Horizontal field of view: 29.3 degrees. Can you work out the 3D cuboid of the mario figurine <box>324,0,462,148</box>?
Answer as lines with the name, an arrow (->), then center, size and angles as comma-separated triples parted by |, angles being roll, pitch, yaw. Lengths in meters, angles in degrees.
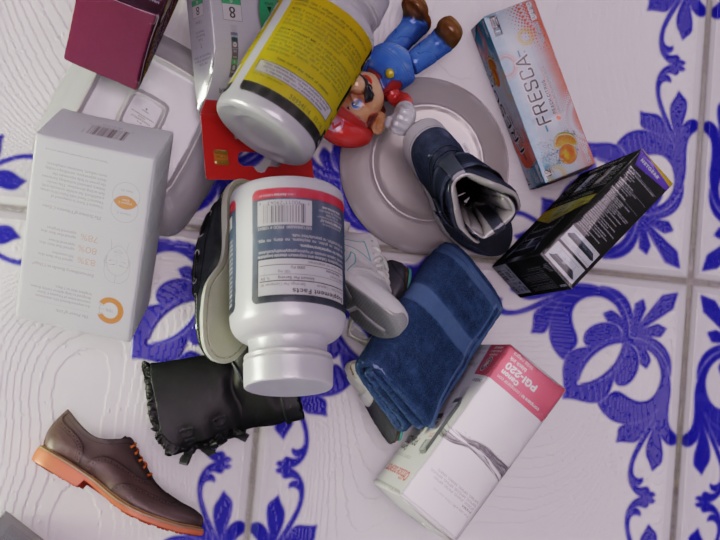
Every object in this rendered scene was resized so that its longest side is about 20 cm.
mario figurine -> 0.024, -0.219, 1.507 | 0.200, 0.123, 0.106 | -49, 122, -17

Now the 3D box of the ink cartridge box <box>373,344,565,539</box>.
ink cartridge box -> 0.113, 0.182, 1.487 | 0.084, 0.146, 0.201 | 37, 81, -7

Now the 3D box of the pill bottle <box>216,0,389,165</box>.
pill bottle -> -0.055, -0.221, 1.431 | 0.113, 0.114, 0.202 | 31, 73, -6

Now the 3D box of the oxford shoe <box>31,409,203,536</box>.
oxford shoe -> -0.246, 0.218, 1.466 | 0.198, 0.071, 0.073 | 30, 77, -6

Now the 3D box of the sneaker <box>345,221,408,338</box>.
sneaker -> 0.000, 0.000, 1.469 | 0.080, 0.200, 0.071 | -30, 131, -16

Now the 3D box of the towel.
towel -> 0.078, 0.069, 1.491 | 0.112, 0.048, 0.201 | 51, 55, -20

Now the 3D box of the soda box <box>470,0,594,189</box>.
soda box -> 0.195, -0.198, 1.567 | 0.068, 0.064, 0.203 | -20, 89, -10

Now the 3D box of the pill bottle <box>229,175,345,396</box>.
pill bottle -> -0.073, 0.019, 1.383 | 0.118, 0.120, 0.203 | 2, 74, -9

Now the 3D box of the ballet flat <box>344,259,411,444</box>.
ballet flat -> 0.016, 0.088, 1.517 | 0.072, 0.073, 0.203 | 5, 80, -9

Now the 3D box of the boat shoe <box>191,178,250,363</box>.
boat shoe -> -0.147, 0.005, 1.449 | 0.074, 0.066, 0.203 | 16, 67, -36

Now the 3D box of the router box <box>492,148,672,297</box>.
router box -> 0.235, -0.047, 1.495 | 0.052, 0.200, 0.157 | 45, 82, -4

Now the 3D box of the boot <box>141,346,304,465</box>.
boot -> -0.157, 0.098, 1.490 | 0.160, 0.073, 0.201 | -14, 83, -2

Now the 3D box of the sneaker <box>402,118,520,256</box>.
sneaker -> 0.130, -0.057, 1.474 | 0.077, 0.146, 0.203 | -41, 130, 0

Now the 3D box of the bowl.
bowl -> -0.237, -0.161, 1.489 | 0.198, 0.075, 0.202 | 29, 82, -5

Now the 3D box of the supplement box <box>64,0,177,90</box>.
supplement box -> -0.230, -0.304, 1.436 | 0.085, 0.111, 0.202 | 21, 50, -7

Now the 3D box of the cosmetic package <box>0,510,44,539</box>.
cosmetic package -> -0.350, 0.363, 1.372 | 0.164, 0.200, 0.166 | 39, 82, -6

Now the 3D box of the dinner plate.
dinner plate -> 0.075, -0.120, 1.563 | 0.197, 0.024, 0.204 | 1, 86, -10

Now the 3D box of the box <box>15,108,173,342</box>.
box -> -0.272, -0.047, 1.416 | 0.122, 0.098, 0.203 | 12, 112, 0

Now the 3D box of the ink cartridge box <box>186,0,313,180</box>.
ink cartridge box -> -0.104, -0.200, 1.485 | 0.159, 0.050, 0.203 | -2, 82, -44
